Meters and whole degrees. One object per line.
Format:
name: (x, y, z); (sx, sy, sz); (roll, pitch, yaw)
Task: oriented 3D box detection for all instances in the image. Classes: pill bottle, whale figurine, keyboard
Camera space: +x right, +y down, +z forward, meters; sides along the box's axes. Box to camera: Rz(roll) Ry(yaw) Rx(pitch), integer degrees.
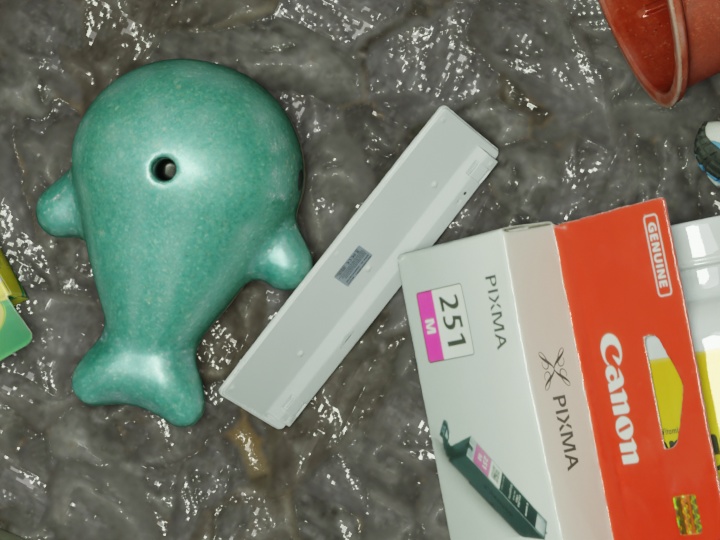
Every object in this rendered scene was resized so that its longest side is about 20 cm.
pill bottle: (0.196, 0.073, 1.218); (0.112, 0.112, 0.200); (-11, 87, 6)
whale figurine: (-0.105, -0.017, 1.259); (0.159, 0.104, 0.200); (15, 90, 6)
keyboard: (0.000, 0.000, 1.276); (0.056, 0.011, 0.200); (36, 93, -38)

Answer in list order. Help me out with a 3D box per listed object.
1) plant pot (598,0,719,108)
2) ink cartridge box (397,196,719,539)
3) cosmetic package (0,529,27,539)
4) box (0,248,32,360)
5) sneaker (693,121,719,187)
plant pot: (0.218, -0.209, 1.193); (0.195, 0.201, 0.201); (-19, 86, -3)
ink cartridge box: (0.104, 0.073, 1.210); (0.044, 0.174, 0.200); (-9, 86, -36)
cosmetic package: (-0.284, 0.171, 1.291); (0.200, 0.073, 0.104); (19, 91, 8)
box: (-0.274, -0.019, 1.308); (0.117, 0.048, 0.200); (-30, 83, 5)
sneaker: (0.279, -0.059, 1.240); (0.200, 0.075, 0.087); (16, 83, -1)
